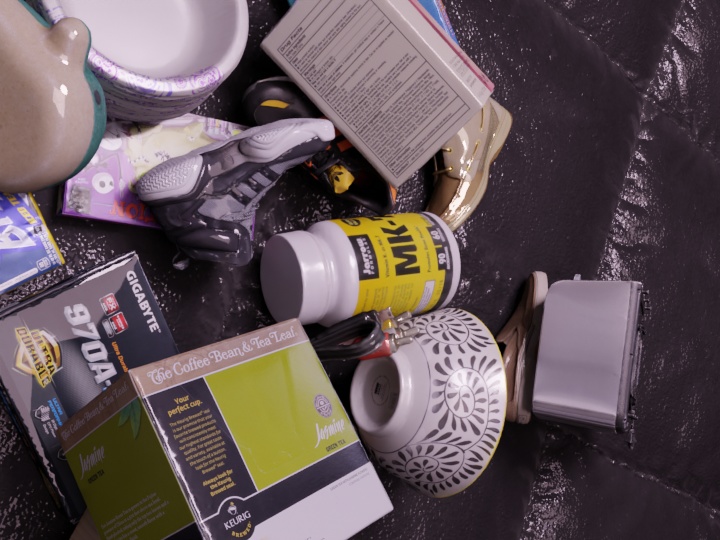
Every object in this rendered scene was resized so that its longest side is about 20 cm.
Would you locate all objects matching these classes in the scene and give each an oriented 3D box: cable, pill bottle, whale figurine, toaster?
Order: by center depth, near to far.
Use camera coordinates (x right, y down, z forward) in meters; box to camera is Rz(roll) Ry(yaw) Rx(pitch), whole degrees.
[{"bbox_3d":[-0.276,-0.163,0.704,0.104,0.158,0.202,-39,109,-74],"label":"whale figurine"},{"bbox_3d":[-0.037,0.090,0.888,0.198,0.097,0.051,-25,103,9],"label":"cable"},{"bbox_3d":[0.000,0.000,0.955,0.198,0.114,0.116,-8,93,-34],"label":"pill bottle"},{"bbox_3d":[0.291,0.114,1.101,0.181,0.117,0.202,26,72,-68],"label":"toaster"}]

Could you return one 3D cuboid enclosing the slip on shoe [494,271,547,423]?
[{"bbox_3d":[0.198,0.091,1.118,0.060,0.076,0.202,10,71,9],"label":"slip on shoe"}]

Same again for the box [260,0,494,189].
[{"bbox_3d":[0.021,-0.206,0.894,0.200,0.128,0.109,47,26,-6],"label":"box"}]

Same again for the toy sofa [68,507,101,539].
[{"bbox_3d":[-0.183,0.299,0.816,0.200,0.082,0.098,38,76,-38],"label":"toy sofa"}]

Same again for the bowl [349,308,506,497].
[{"bbox_3d":[0.050,0.133,0.931,0.093,0.200,0.203,13,81,-35],"label":"bowl"}]

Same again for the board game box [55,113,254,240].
[{"bbox_3d":[-0.195,-0.100,0.881,0.198,0.032,0.122,7,89,-34],"label":"board game box"}]

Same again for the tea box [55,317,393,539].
[{"bbox_3d":[-0.112,0.171,0.756,0.199,0.133,0.198,-13,73,-51],"label":"tea box"}]

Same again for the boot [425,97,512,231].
[{"bbox_3d":[0.089,-0.155,1.045,0.155,0.072,0.201,39,67,-27],"label":"boot"}]

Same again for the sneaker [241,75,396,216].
[{"bbox_3d":[-0.035,-0.127,0.925,0.199,0.070,0.091,29,32,-33],"label":"sneaker"}]

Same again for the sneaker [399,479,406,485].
[{"bbox_3d":[0.073,0.144,1.030,0.099,0.070,0.201,44,60,-23],"label":"sneaker"}]

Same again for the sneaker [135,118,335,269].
[{"bbox_3d":[-0.109,-0.073,0.864,0.198,0.075,0.115,-21,109,-10],"label":"sneaker"}]

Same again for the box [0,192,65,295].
[{"bbox_3d":[-0.336,-0.079,0.760,0.070,0.064,0.202,-31,105,-35],"label":"box"}]

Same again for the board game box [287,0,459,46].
[{"bbox_3d":[0.020,-0.256,0.961,0.202,0.151,0.045,66,20,-14],"label":"board game box"}]

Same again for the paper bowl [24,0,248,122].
[{"bbox_3d":[-0.211,-0.234,0.813,0.199,0.104,0.203,11,69,-31],"label":"paper bowl"}]

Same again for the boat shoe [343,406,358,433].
[{"bbox_3d":[-0.081,0.192,0.905,0.198,0.072,0.076,-14,136,-33],"label":"boat shoe"}]

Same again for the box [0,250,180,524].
[{"bbox_3d":[-0.246,0.105,0.826,0.158,0.046,0.202,-28,105,-31],"label":"box"}]
